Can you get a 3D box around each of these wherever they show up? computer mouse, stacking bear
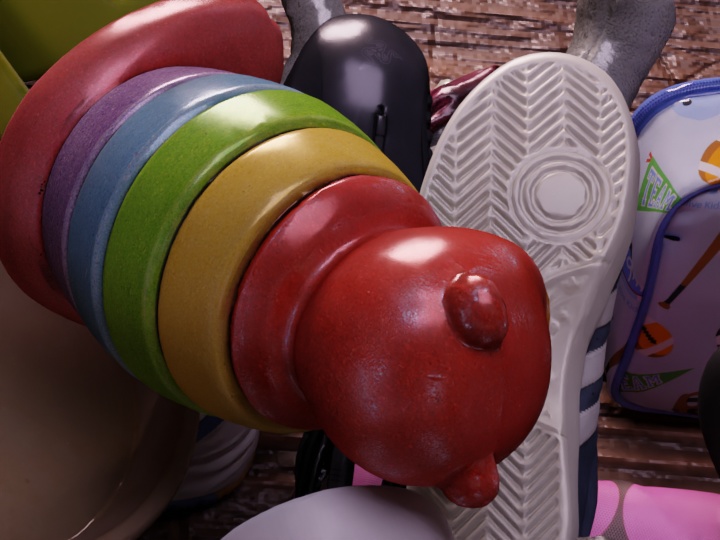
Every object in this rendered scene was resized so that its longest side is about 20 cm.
[{"bbox_3d":[0.000,0.000,0.877,0.058,0.034,0.201,6,71,-18],"label":"computer mouse"},{"bbox_3d":[-0.018,0.002,0.774,0.113,0.122,0.200,-12,28,-37],"label":"stacking bear"}]

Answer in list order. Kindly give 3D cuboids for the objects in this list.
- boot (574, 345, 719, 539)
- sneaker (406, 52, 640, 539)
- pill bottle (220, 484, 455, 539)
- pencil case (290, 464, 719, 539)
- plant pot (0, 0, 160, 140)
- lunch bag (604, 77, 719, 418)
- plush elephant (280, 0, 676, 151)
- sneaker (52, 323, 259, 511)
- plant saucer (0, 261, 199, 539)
[{"bbox_3d":[0.119,0.092,0.793,0.157,0.080,0.211,-3,40,-23],"label":"boot"},{"bbox_3d":[0.051,0.028,0.847,0.075,0.085,0.201,9,73,9],"label":"sneaker"},{"bbox_3d":[0.014,0.165,0.703,0.112,0.112,0.200,-7,54,-17],"label":"pill bottle"},{"bbox_3d":[0.071,0.111,0.911,0.199,0.094,0.091,14,89,2],"label":"pencil case"},{"bbox_3d":[-0.159,-0.167,1.014,0.181,0.200,0.199,-43,26,-15],"label":"plant pot"},{"bbox_3d":[0.195,-0.011,1.000,0.199,0.161,0.076,-2,47,-11],"label":"lunch bag"},{"bbox_3d":[0.003,-0.046,0.996,0.155,0.165,0.201,28,67,-18],"label":"plush elephant"},{"bbox_3d":[-0.134,0.047,0.931,0.199,0.088,0.075,-9,50,-17],"label":"sneaker"},{"bbox_3d":[-0.150,0.028,0.839,0.199,0.029,0.201,18,43,-18],"label":"plant saucer"}]
